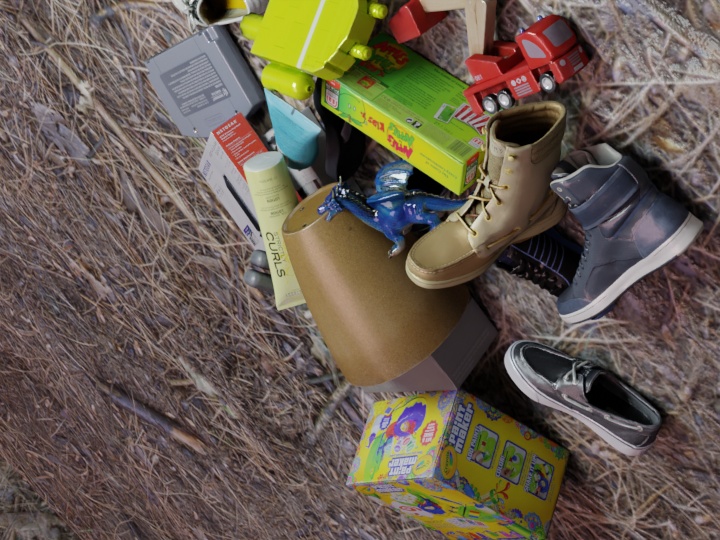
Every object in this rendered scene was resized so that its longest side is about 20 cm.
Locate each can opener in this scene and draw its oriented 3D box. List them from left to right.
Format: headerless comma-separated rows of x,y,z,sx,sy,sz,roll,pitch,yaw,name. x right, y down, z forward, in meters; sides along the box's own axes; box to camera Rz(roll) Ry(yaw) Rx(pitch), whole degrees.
-0.068,0.017,1.786,0.066,0.199,0.053,21,94,48,can opener

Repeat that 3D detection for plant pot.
0.000,0.000,1.645,0.186,0.187,0.201,-6,127,54,plant pot

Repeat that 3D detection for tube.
-0.090,-0.045,1.683,0.058,0.052,0.202,9,126,38,tube
-0.076,-0.161,1.599,0.077,0.051,0.200,31,174,3,tube

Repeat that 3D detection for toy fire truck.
0.128,-0.235,1.403,0.199,0.049,0.142,-15,109,55,toy fire truck

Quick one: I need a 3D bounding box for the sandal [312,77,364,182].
-0.011,-0.180,1.620,0.043,0.076,0.201,31,153,24,sandal

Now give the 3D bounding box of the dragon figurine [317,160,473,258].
0.044,-0.078,1.501,0.199,0.059,0.100,-20,122,37,dragon figurine

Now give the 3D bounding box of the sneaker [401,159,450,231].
0.064,-0.096,1.590,0.075,0.084,0.200,44,148,11,sneaker

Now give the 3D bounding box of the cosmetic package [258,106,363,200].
-0.049,-0.102,1.760,0.201,0.051,0.082,57,149,-9,cosmetic package

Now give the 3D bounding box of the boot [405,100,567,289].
0.128,-0.078,1.406,0.073,0.199,0.156,52,162,34,boot

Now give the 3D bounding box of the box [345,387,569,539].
0.123,0.254,1.767,0.192,0.123,0.199,31,155,-24,box

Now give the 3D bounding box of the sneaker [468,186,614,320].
0.190,-0.013,1.520,0.200,0.078,0.070,48,148,7,sneaker

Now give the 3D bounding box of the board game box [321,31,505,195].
0.063,-0.173,1.497,0.199,0.101,0.048,36,145,24,board game box

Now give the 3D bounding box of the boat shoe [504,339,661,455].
0.257,0.134,1.591,0.199,0.072,0.068,36,148,18,boat shoe

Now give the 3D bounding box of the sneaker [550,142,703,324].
0.234,-0.041,1.417,0.146,0.077,0.202,41,135,-4,sneaker

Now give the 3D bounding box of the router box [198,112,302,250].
-0.136,-0.097,1.817,0.180,0.049,0.200,55,165,2,router box

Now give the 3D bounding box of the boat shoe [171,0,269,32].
-0.184,-0.324,1.673,0.201,0.086,0.075,14,133,44,boat shoe

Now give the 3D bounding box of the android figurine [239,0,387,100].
-0.049,-0.275,1.492,0.199,0.184,0.041,22,-178,44,android figurine

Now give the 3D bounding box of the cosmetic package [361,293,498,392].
0.066,0.090,1.749,0.199,0.107,0.090,-3,131,54,cosmetic package

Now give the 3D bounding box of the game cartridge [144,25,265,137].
-0.205,-0.245,1.829,0.199,0.040,0.134,-10,111,55,game cartridge
